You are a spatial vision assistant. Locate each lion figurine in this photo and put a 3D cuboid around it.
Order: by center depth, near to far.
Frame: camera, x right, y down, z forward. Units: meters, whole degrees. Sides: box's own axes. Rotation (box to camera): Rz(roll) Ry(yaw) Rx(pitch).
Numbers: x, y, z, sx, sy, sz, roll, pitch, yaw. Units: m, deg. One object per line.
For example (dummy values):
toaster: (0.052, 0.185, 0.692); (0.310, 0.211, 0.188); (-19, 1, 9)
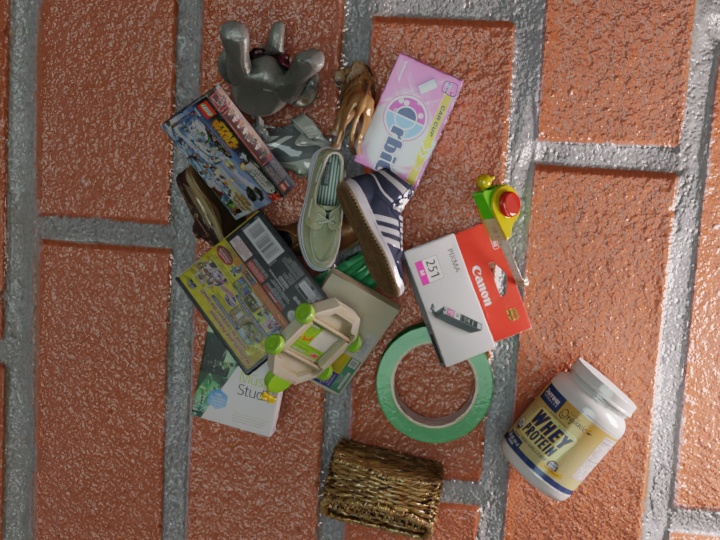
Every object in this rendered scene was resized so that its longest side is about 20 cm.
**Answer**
lion figurine: (-0.005, -0.257, 1.535); (0.072, 0.200, 0.123); (18, 108, -19)

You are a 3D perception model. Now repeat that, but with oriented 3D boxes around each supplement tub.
supplement tub: (0.341, 0.258, 1.592); (0.144, 0.144, 0.201); (38, 98, -1)

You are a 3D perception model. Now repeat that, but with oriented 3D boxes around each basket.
basket: (0.033, 0.390, 1.635); (0.198, 0.143, 0.151); (14, 98, 3)

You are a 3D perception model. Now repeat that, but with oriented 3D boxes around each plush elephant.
plush elephant: (-0.144, -0.322, 1.555); (0.163, 0.156, 0.201); (11, 132, -5)

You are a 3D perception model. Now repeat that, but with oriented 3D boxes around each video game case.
video game case: (-0.172, 0.035, 1.575); (0.180, 0.026, 0.201); (-38, 81, 0)

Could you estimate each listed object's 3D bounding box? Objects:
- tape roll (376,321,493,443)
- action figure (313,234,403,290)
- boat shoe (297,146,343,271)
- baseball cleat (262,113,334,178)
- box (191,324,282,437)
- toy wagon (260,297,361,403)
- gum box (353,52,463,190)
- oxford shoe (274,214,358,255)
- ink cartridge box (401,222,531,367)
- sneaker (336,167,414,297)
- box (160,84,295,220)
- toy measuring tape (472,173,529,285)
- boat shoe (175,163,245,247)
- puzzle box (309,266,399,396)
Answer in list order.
tape roll: (0.126, 0.189, 1.650); (0.198, 0.048, 0.203); (1, 97, 5)
action figure: (0.000, 0.000, 1.618); (0.200, 0.055, 0.118); (-43, 120, 16)
boat shoe: (-0.062, -0.098, 1.565); (0.071, 0.062, 0.203); (1, 96, -13)
baseball cleat: (-0.140, -0.217, 1.618); (0.198, 0.070, 0.108); (17, 85, -3)
box: (-0.194, 0.162, 1.616); (0.143, 0.036, 0.202); (13, 99, 8)
toy wagon: (-0.091, 0.130, 1.554); (0.200, 0.155, 0.040); (-44, 51, 8)
gum box: (0.077, -0.238, 1.588); (0.113, 0.066, 0.202); (24, 99, 3)
oxford shoe: (-0.086, -0.053, 1.625); (0.198, 0.071, 0.072); (-11, 95, 4)
ink cartridge box: (0.179, 0.035, 1.595); (0.172, 0.044, 0.202); (-21, 90, -9)
sneaker: (0.049, -0.066, 1.544); (0.108, 0.070, 0.202); (-27, 95, -29)
box: (-0.214, -0.186, 1.564); (0.136, 0.040, 0.201); (-18, 116, 45)
toy measuring tape: (0.245, -0.074, 1.603); (0.073, 0.074, 0.201); (-26, 108, 7)
boat shoe: (-0.250, -0.083, 1.643); (0.072, 0.072, 0.201); (-22, 103, 37)
puzzle box: (-0.042, 0.105, 1.625); (0.132, 0.025, 0.201); (29, 114, -13)
